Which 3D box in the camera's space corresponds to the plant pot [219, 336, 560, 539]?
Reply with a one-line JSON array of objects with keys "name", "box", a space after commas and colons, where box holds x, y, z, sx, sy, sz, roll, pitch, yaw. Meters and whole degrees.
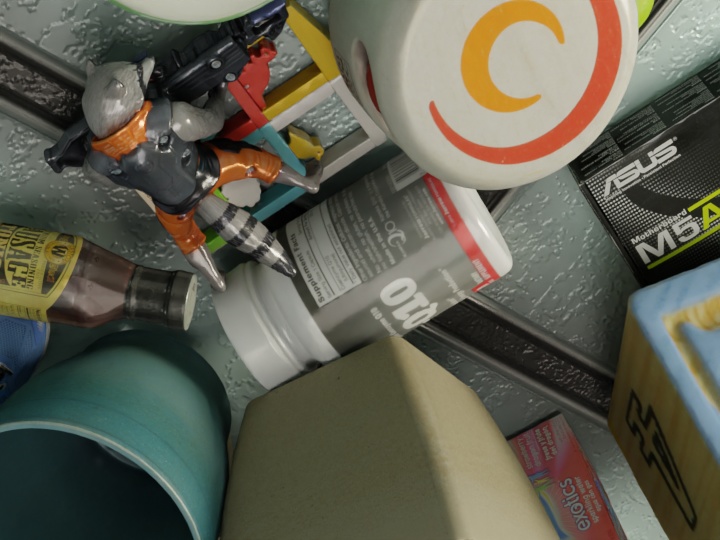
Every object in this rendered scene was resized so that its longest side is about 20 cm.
[{"name": "plant pot", "box": [0.018, 0.168, 1.058, 0.198, 0.179, 0.200, -26, 145, 21]}]

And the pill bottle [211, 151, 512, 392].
[{"name": "pill bottle", "box": [0.000, 0.000, 1.077, 0.199, 0.114, 0.114, -31, 125, 9]}]

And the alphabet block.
[{"name": "alphabet block", "box": [0.317, 0.113, 1.133, 0.193, 0.198, 0.201, -19, 148, -7]}]

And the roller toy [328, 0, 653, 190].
[{"name": "roller toy", "box": [0.074, -0.159, 0.969, 0.198, 0.140, 0.184, 15, 109, -27]}]

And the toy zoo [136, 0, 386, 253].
[{"name": "toy zoo", "box": [-0.072, -0.105, 1.046, 0.199, 0.021, 0.131, -33, 124, 10]}]

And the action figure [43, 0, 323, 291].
[{"name": "action figure", "box": [-0.101, -0.085, 0.980, 0.199, 0.105, 0.193, -38, 134, 18]}]

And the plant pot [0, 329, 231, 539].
[{"name": "plant pot", "box": [-0.180, 0.143, 1.070, 0.198, 0.188, 0.202, 6, 119, 10]}]

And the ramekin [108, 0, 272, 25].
[{"name": "ramekin", "box": [-0.104, -0.248, 0.893, 0.198, 0.098, 0.202, -6, 125, -9]}]

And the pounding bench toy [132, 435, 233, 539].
[{"name": "pounding bench toy", "box": [-0.119, 0.259, 1.174, 0.123, 0.201, 0.157, -25, 125, 5]}]

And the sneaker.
[{"name": "sneaker", "box": [-0.286, 0.103, 1.098, 0.078, 0.089, 0.201, 20, 115, -24]}]

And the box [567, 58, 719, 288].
[{"name": "box", "box": [0.285, -0.065, 1.139, 0.199, 0.048, 0.194, -31, 128, 9]}]

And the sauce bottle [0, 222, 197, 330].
[{"name": "sauce bottle", "box": [-0.214, 0.004, 1.032, 0.197, 0.066, 0.067, 8, 123, 1]}]

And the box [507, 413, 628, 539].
[{"name": "box", "box": [0.172, 0.232, 1.221, 0.094, 0.201, 0.103, -27, 128, 7]}]
